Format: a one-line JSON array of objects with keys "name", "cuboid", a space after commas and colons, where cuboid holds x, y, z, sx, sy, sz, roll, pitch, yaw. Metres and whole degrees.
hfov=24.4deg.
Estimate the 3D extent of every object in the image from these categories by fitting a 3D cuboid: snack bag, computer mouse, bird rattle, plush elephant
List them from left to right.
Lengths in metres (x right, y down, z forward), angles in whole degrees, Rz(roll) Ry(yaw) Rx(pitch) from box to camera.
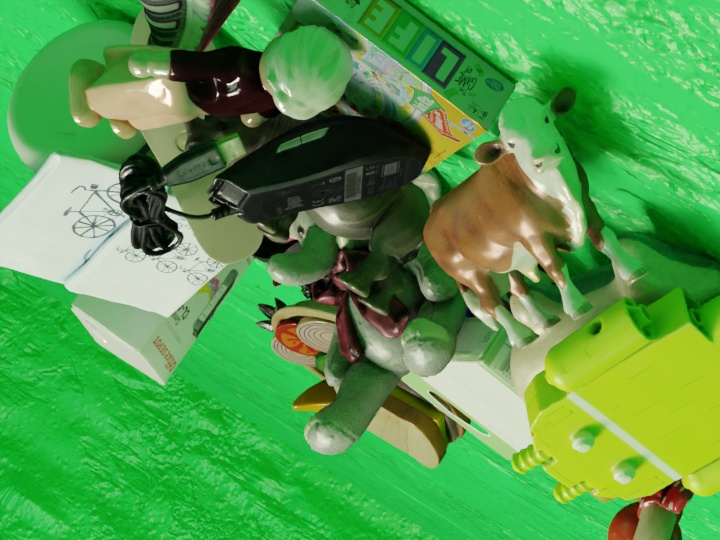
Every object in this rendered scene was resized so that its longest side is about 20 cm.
[{"name": "snack bag", "cuboid": [-0.199, -0.027, 1.345, 0.198, 0.022, 0.188, 18, 145, -32]}, {"name": "computer mouse", "cuboid": [-0.058, -0.070, 1.019, 0.141, 0.197, 0.047, 74, 180, -74]}, {"name": "plush elephant", "cuboid": [0.000, 0.000, 1.226, 0.155, 0.201, 0.165, 41, 138, -7]}, {"name": "bird rattle", "cuboid": [0.251, 0.202, 1.387, 0.111, 0.165, 0.200, 16, 177, -2]}]

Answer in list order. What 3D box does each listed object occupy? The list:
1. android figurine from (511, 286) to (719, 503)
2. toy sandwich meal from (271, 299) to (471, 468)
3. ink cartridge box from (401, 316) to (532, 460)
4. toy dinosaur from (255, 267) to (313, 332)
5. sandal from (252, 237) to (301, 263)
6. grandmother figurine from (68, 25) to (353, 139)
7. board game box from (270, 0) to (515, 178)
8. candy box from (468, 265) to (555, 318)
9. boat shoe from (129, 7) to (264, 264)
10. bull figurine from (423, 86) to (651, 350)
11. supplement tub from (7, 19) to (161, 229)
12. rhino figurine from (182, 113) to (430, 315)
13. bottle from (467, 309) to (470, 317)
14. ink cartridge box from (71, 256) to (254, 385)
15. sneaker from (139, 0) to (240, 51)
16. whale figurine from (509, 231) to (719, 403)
[{"name": "android figurine", "cuboid": [0.186, 0.083, 1.038, 0.182, 0.199, 0.041, 38, -151, -35]}, {"name": "toy sandwich meal", "cuboid": [0.002, 0.102, 1.453, 0.203, 0.071, 0.206, 24, 158, 10]}, {"name": "ink cartridge box", "cuboid": [0.114, 0.095, 1.272, 0.145, 0.048, 0.200, 38, 167, -15]}, {"name": "toy dinosaur", "cuboid": [-0.031, 0.023, 1.528, 0.136, 0.101, 0.202, -33, 74, 66]}, {"name": "sandal", "cuboid": [-0.045, -0.048, 1.391, 0.045, 0.076, 0.199, 36, 160, -26]}, {"name": "grandmother figurine", "cuboid": [-0.090, -0.116, 1.010, 0.198, 0.061, 0.121, -2, 179, 37]}, {"name": "board game box", "cuboid": [0.008, -0.122, 1.049, 0.134, 0.034, 0.200, 36, 168, -6]}, {"name": "candy box", "cuboid": [0.151, 0.062, 1.309, 0.135, 0.061, 0.200, 32, 167, 7]}, {"name": "boat shoe", "cuboid": [-0.123, -0.106, 1.249, 0.063, 0.073, 0.204, -98, -10, -72]}, {"name": "bull figurine", "cuboid": [0.099, -0.027, 0.979, 0.122, 0.065, 0.200, 58, 159, 3]}, {"name": "supplement tub", "cuboid": [-0.187, -0.098, 1.390, 0.144, 0.146, 0.200, 26, 166, 32]}, {"name": "rhino figurine", "cuboid": [-0.039, -0.061, 1.114, 0.199, 0.088, 0.060, 35, 174, -6]}, {"name": "bottle", "cuboid": [0.067, 0.046, 1.455, 0.083, 0.065, 0.200, 40, 169, 13]}, {"name": "ink cartridge box", "cuboid": [-0.169, -0.008, 1.554, 0.085, 0.201, 0.148, 31, 168, 11]}, {"name": "sneaker", "cuboid": [-0.119, -0.190, 1.039, 0.087, 0.074, 0.200, 34, 163, -1]}, {"name": "whale figurine", "cuboid": [0.177, 0.031, 1.093, 0.157, 0.105, 0.201, 20, 144, 2]}]
